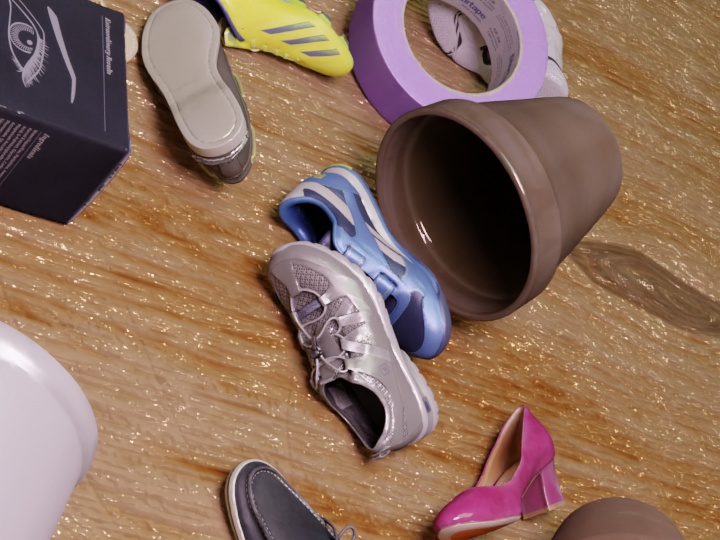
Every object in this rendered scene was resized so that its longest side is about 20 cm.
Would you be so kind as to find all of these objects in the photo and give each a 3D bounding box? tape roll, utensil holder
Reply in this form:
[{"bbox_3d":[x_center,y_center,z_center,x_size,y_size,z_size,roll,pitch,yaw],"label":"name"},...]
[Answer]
[{"bbox_3d":[0.091,-0.231,1.503,0.199,0.066,0.201,7,72,-22],"label":"tape roll"},{"bbox_3d":[-0.260,0.145,0.826,0.170,0.170,0.200,35,41,-17],"label":"utensil holder"}]

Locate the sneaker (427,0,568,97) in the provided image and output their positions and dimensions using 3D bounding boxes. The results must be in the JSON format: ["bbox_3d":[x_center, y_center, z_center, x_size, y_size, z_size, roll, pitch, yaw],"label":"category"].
[{"bbox_3d":[0.156,-0.269,1.653,0.200,0.075,0.115,37,38,-22],"label":"sneaker"}]

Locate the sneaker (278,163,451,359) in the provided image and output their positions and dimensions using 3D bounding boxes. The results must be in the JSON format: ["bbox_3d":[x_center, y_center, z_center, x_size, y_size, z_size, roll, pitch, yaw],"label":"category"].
[{"bbox_3d":[0.000,0.000,1.279,0.082,0.074,0.200,-19,66,-48],"label":"sneaker"}]

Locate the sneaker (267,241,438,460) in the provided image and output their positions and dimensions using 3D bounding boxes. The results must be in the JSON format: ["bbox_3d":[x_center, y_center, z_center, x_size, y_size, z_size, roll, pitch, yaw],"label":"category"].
[{"bbox_3d":[-0.013,0.063,1.205,0.200,0.075,0.082,53,37,3],"label":"sneaker"}]

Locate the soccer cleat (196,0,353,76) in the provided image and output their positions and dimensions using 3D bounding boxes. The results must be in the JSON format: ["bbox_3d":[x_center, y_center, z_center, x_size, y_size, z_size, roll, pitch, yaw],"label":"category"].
[{"bbox_3d":[-0.096,-0.234,1.403,0.200,0.065,0.084,34,70,-25],"label":"soccer cleat"}]

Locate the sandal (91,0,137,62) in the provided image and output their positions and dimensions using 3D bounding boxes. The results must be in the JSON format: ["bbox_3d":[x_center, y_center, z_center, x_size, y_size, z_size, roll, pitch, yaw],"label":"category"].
[{"bbox_3d":[-0.259,-0.226,1.214,0.211,0.070,0.078,11,52,-38],"label":"sandal"}]

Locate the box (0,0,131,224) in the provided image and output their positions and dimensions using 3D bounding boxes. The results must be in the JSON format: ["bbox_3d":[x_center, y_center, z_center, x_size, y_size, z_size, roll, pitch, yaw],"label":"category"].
[{"bbox_3d":[-0.281,-0.143,1.096,0.199,0.104,0.148,20,46,-33],"label":"box"}]

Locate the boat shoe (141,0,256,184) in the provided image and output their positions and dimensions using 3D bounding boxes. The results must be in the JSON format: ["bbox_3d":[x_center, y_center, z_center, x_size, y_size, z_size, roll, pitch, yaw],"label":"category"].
[{"bbox_3d":[-0.140,-0.158,1.281,0.060,0.072,0.202,68,-1,-51],"label":"boat shoe"}]

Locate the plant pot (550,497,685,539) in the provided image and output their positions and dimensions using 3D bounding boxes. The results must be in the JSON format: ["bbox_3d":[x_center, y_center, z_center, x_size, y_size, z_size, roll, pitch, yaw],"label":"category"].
[{"bbox_3d":[0.209,0.275,1.180,0.200,0.200,0.175,43,19,-8],"label":"plant pot"}]

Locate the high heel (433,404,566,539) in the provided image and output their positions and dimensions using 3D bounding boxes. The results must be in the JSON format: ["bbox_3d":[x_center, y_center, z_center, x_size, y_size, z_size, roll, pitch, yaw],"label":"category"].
[{"bbox_3d":[0.110,0.168,1.237,0.200,0.067,0.096,-5,72,-52],"label":"high heel"}]

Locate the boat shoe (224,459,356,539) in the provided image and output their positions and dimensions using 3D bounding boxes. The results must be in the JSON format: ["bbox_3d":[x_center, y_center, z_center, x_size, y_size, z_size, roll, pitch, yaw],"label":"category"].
[{"bbox_3d":[-0.028,0.220,1.074,0.074,0.062,0.200,-20,73,-48],"label":"boat shoe"}]

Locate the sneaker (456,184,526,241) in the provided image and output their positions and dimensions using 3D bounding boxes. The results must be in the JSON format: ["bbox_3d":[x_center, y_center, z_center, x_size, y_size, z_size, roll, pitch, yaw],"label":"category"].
[{"bbox_3d":[0.153,-0.055,1.486,0.200,0.112,0.071,-33,86,-22],"label":"sneaker"}]

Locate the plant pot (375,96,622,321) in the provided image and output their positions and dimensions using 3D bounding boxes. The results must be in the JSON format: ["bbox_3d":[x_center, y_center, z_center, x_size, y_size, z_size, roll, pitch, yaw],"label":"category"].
[{"bbox_3d":[0.143,-0.077,1.344,0.173,0.200,0.200,-25,77,-34],"label":"plant pot"}]
